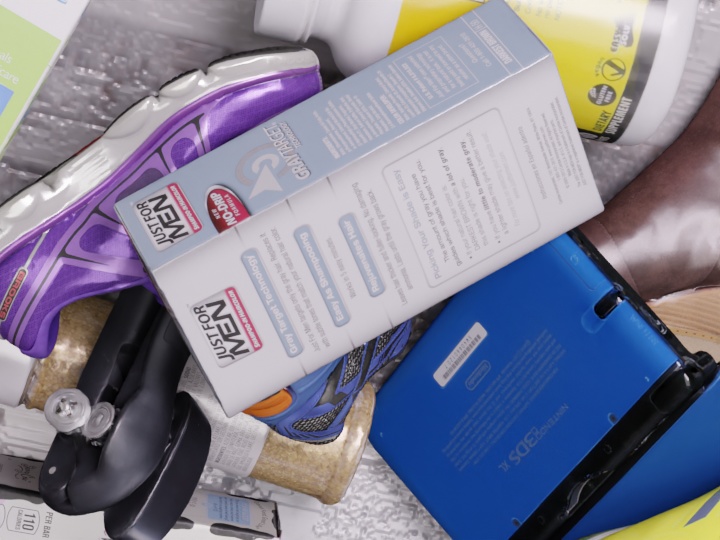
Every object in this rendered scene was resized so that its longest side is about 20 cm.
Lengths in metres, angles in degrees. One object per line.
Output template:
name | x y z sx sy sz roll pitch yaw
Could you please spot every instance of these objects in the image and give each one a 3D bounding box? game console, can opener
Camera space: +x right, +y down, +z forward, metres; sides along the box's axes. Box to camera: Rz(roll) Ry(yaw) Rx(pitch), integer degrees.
game console | 0.125 0.067 1.177 0.171 0.118 0.200 49 135 13
can opener | -0.100 0.032 1.131 0.063 0.079 0.201 6 66 28

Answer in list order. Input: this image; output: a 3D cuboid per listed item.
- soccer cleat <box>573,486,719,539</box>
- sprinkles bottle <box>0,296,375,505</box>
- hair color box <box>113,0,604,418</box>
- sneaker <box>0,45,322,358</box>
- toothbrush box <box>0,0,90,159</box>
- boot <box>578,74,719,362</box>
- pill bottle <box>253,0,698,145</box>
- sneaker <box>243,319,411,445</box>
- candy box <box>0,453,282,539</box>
soccer cleat | 0.169 0.138 1.125 0.200 0.084 0.065 -24 92 11
sprinkles bottle | -0.095 0.059 1.184 0.199 0.068 0.068 18 102 -8
hair color box | 0.001 -0.028 1.054 0.200 0.061 0.099 -29 131 -6
sneaker | -0.095 -0.033 1.096 0.200 0.081 0.084 -37 93 4
toothbrush box | -0.198 -0.089 1.101 0.086 0.146 0.200 29 100 -10
boot | 0.160 -0.041 1.191 0.199 0.072 0.167 22 87 -4
pill bottle | 0.054 -0.133 1.124 0.199 0.112 0.113 12 103 -6
sneaker | 0.000 0.000 1.157 0.200 0.075 0.079 -54 140 -19
candy box | -0.151 0.175 1.212 0.199 0.061 0.137 10 102 -7
